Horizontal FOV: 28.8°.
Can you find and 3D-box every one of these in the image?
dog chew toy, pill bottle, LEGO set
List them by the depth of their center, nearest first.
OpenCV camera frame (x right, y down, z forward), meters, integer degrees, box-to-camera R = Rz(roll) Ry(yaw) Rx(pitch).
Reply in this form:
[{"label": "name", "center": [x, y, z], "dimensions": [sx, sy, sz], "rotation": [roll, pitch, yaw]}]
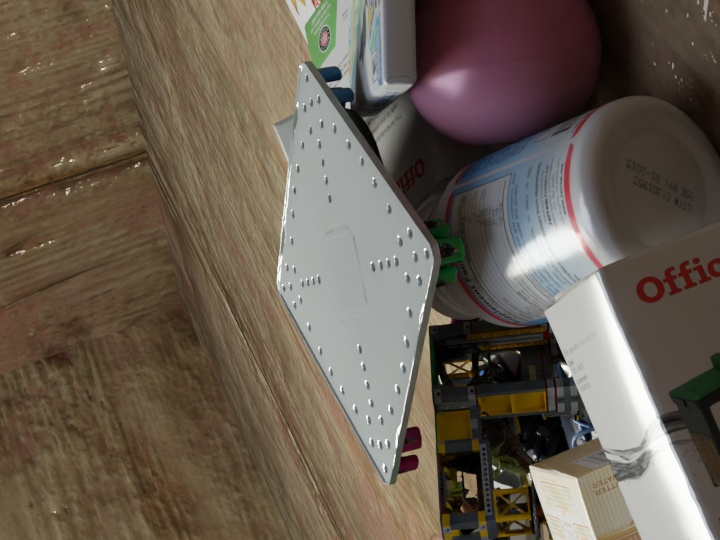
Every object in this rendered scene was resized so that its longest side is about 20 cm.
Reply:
[{"label": "pill bottle", "center": [0.113, -0.025, 0.830], "dimensions": [0.200, 0.108, 0.110], "rotation": [-19, 91, 58]}, {"label": "dog chew toy", "center": [0.079, -0.181, 0.851], "dimensions": [0.124, 0.123, 0.202], "rotation": [-151, 51, -70]}, {"label": "LEGO set", "center": [0.110, 0.123, 0.903], "dimensions": [0.201, 0.115, 0.155], "rotation": [-89, -9, -48]}]

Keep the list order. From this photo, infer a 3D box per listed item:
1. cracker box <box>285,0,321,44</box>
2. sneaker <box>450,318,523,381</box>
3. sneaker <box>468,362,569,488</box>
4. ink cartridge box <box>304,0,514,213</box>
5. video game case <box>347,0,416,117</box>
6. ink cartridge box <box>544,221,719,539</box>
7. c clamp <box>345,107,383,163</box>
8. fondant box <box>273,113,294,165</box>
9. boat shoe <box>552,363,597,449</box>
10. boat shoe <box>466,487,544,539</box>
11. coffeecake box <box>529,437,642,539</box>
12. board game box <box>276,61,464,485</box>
[{"label": "cracker box", "center": [-0.044, -0.295, 1.302], "dimensions": [0.134, 0.057, 0.201], "rotation": [93, 153, -61]}, {"label": "sneaker", "center": [0.112, 0.047, 1.101], "dimensions": [0.080, 0.086, 0.202], "rotation": [-133, 26, -63]}, {"label": "sneaker", "center": [0.129, 0.125, 1.032], "dimensions": [0.112, 0.073, 0.199], "rotation": [49, 157, -26]}, {"label": "ink cartridge box", "center": [0.039, -0.124, 1.007], "dimensions": [0.145, 0.083, 0.202], "rotation": [-43, 55, 57]}, {"label": "video game case", "center": [0.009, -0.205, 0.876], "dimensions": [0.182, 0.022, 0.202], "rotation": [-177, 85, -84]}, {"label": "ink cartridge box", "center": [0.197, 0.074, 0.667], "dimensions": [0.084, 0.145, 0.201], "rotation": [124, 125, -72]}, {"label": "c clamp", "center": [-0.003, -0.007, 0.976], "dimensions": [0.171, 0.027, 0.202], "rotation": [158, 97, -70]}, {"label": "fondant box", "center": [0.013, -0.060, 1.206], "dimensions": [0.145, 0.058, 0.200], "rotation": [68, -163, 11]}, {"label": "boat shoe", "center": [0.164, 0.093, 0.959], "dimensions": [0.201, 0.084, 0.069], "rotation": [61, 175, 27]}, {"label": "boat shoe", "center": [0.093, 0.244, 0.968], "dimensions": [0.074, 0.060, 0.202], "rotation": [53, -147, -51]}, {"label": "coffeecake box", "center": [0.203, 0.176, 0.773], "dimensions": [0.073, 0.152, 0.202], "rotation": [171, 79, -76]}, {"label": "board game box", "center": [0.000, 0.000, 0.903], "dimensions": [0.201, 0.026, 0.201], "rotation": [-122, 31, -41]}]
